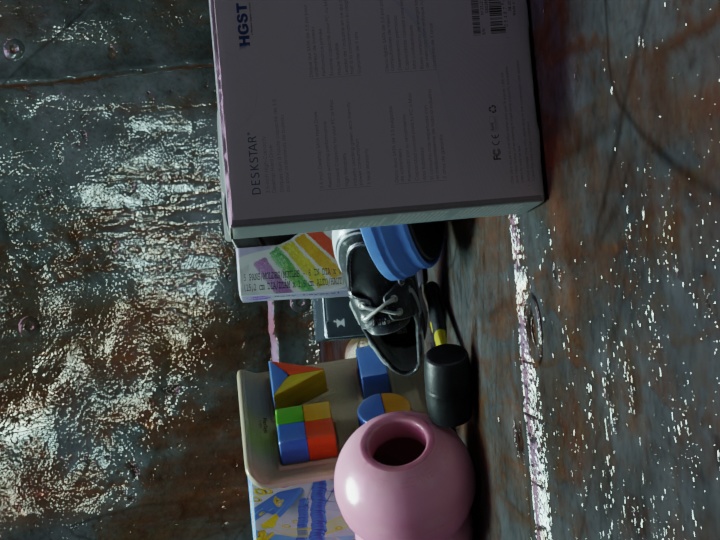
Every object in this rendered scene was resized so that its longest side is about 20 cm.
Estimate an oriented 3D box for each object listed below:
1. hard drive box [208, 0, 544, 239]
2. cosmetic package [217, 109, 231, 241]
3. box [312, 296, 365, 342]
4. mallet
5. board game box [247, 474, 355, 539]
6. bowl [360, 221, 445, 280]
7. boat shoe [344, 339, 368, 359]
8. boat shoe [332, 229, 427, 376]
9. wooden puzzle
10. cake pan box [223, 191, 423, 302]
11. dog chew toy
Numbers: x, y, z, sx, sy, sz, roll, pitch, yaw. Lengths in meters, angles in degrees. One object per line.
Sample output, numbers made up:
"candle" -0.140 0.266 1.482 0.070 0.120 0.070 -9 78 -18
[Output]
"hard drive box" 0.008 -0.108 0.984 0.077 0.198 0.158 138 127 -83
"cosmetic package" -0.134 -0.162 2.559 0.165 0.198 0.167 95 170 -64
"box" 0.000 0.000 1.709 0.200 0.106 0.150 141 124 -85
"mallet" 0.073 0.072 1.382 0.200 0.041 0.067 -95 -1 -71
"board game box" -0.003 0.268 1.473 0.056 0.198 0.198 106 159 -72
"bowl" 0.032 -0.094 1.297 0.200 0.039 0.203 -7 -90 -74
"boat shoe" 0.031 0.176 1.825 0.065 0.072 0.202 9 -113 -58
"boat shoe" 0.021 0.027 1.434 0.201 0.071 0.068 71 -166 -51
"wooden puzzle" -0.017 0.130 1.491 0.186 0.198 0.047 -104 10 -60
"cake pan box" -0.040 -0.066 1.586 0.052 0.198 0.186 100 167 -80
"dog chew toy" 0.045 0.220 1.369 0.125 0.123 0.201 -101 0 -50
